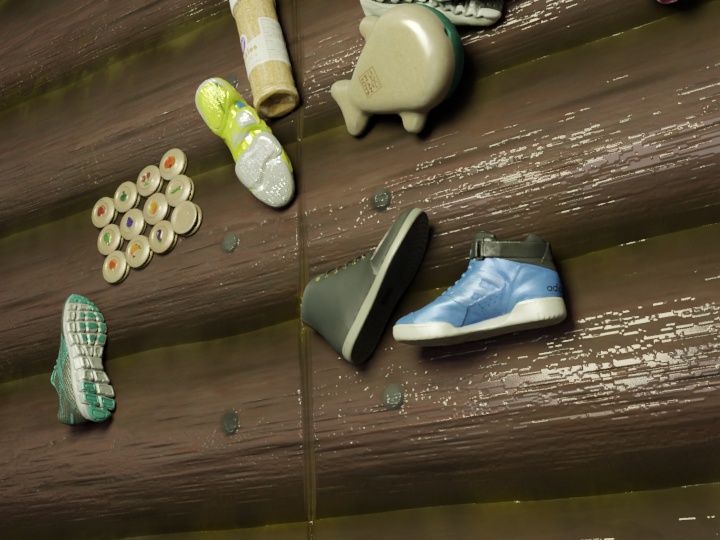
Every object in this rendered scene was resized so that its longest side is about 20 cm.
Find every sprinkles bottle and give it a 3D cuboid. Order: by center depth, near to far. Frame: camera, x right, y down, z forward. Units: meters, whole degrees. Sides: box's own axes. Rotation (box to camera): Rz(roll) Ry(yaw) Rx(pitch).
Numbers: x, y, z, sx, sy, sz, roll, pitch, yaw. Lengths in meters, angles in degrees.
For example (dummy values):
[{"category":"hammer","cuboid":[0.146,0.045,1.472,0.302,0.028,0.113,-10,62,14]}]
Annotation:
[{"category":"sprinkles bottle","cuboid":[-0.139,-0.321,1.219,0.067,0.068,0.204,-25,64,21]}]

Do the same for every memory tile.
[{"category":"memory tile","cuboid":[-0.331,-0.083,1.292,0.197,0.017,0.156,-30,63,20]}]

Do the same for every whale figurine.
[{"category":"whale figurine","cuboid":[0.049,-0.251,1.080,0.199,0.103,0.162,-30,86,44]}]

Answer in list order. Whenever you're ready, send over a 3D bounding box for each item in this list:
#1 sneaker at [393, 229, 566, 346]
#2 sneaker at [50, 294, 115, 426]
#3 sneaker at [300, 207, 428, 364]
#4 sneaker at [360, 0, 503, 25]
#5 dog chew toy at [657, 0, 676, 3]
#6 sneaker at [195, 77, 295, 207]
[{"category":"sneaker","cuboid":[0.126,0.017,0.952,0.196,0.076,0.114,-13,75,22]},{"category":"sneaker","cuboid":[-0.425,0.135,1.251,0.090,0.077,0.204,-26,62,25]},{"category":"sneaker","cuboid":[0.000,0.000,1.035,0.105,0.074,0.203,30,93,31]},{"category":"sneaker","cuboid":[0.089,-0.346,1.094,0.195,0.082,0.076,16,60,14]},{"category":"dog chew toy","cuboid":[0.331,-0.396,0.938,0.122,0.124,0.205,-10,78,27]},{"category":"sneaker","cuboid":[-0.149,-0.181,1.187,0.075,0.105,0.202,-32,91,11]}]
